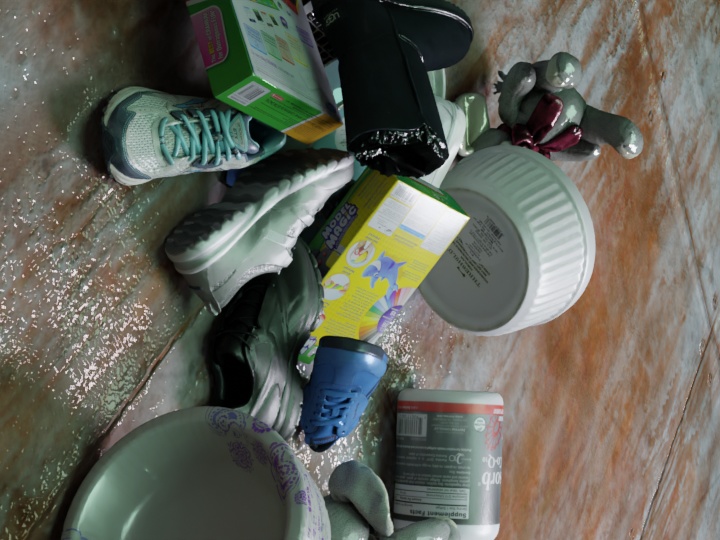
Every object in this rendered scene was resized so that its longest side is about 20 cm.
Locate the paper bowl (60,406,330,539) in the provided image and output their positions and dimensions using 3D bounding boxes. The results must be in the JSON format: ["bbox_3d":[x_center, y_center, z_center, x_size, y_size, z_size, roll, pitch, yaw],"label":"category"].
[{"bbox_3d":[-0.117,0.213,1.134,0.105,0.198,0.203,57,42,-52],"label":"paper bowl"}]

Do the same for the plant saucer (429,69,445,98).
[{"bbox_3d":[0.046,-0.200,1.585,0.199,0.050,0.203,1,89,-61],"label":"plant saucer"}]

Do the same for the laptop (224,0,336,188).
[{"bbox_3d":[-0.020,-0.147,1.407,0.187,0.199,0.117,33,26,-56],"label":"laptop"}]

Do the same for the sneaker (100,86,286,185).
[{"bbox_3d":[-0.133,-0.115,1.228,0.199,0.085,0.079,-18,105,-59],"label":"sneaker"}]

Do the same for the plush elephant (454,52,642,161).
[{"bbox_3d":[0.190,-0.151,1.736,0.165,0.199,0.156,42,76,-36],"label":"plush elephant"}]

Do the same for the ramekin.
[{"bbox_3d":[0.140,-0.026,1.612,0.105,0.198,0.203,-24,110,-48],"label":"ramekin"}]

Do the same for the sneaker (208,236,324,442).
[{"bbox_3d":[-0.088,0.054,1.323,0.090,0.075,0.203,23,68,-52],"label":"sneaker"}]

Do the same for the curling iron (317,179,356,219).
[{"bbox_3d":[-0.019,-0.005,1.442,0.049,0.026,0.202,-22,135,-25],"label":"curling iron"}]

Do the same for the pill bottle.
[{"bbox_3d":[0.092,0.228,1.591,0.115,0.115,0.203,10,81,-60],"label":"pill bottle"}]

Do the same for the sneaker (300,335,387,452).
[{"bbox_3d":[-0.020,0.117,1.366,0.200,0.065,0.079,113,-9,-68],"label":"sneaker"}]

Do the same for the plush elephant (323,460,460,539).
[{"bbox_3d":[-0.003,0.268,1.411,0.155,0.165,0.200,47,1,-2],"label":"plush elephant"}]

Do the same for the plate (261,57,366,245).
[{"bbox_3d":[-0.016,-0.106,1.412,0.199,0.025,0.202,-31,137,-34],"label":"plate"}]

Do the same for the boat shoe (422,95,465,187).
[{"bbox_3d":[0.041,-0.085,1.530,0.068,0.072,0.202,23,97,-32],"label":"boat shoe"}]

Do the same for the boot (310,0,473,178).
[{"bbox_3d":[0.044,-0.159,1.323,0.199,0.076,0.170,10,60,-49],"label":"boot"}]

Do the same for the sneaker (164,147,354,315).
[{"bbox_3d":[-0.081,-0.040,1.306,0.199,0.074,0.083,-36,121,-26],"label":"sneaker"}]

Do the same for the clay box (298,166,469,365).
[{"bbox_3d":[0.000,0.000,1.403,0.114,0.048,0.201,24,110,-46],"label":"clay box"}]

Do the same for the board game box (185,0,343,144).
[{"bbox_3d":[-0.093,-0.219,1.263,0.153,0.040,0.202,22,46,-60],"label":"board game box"}]
